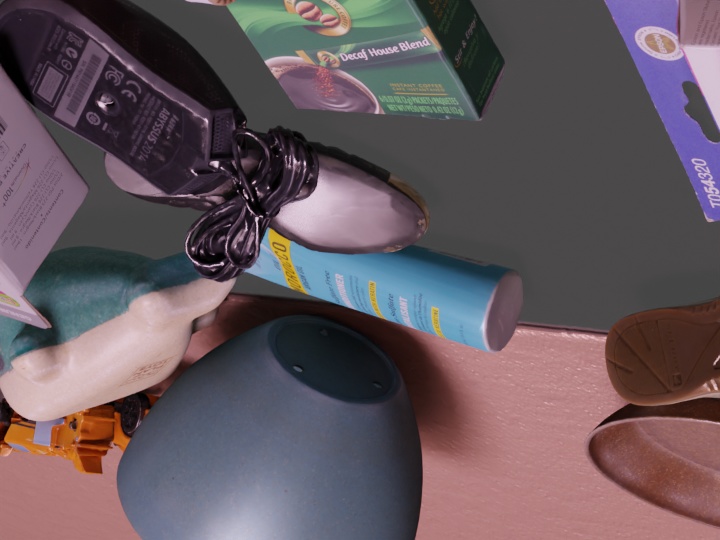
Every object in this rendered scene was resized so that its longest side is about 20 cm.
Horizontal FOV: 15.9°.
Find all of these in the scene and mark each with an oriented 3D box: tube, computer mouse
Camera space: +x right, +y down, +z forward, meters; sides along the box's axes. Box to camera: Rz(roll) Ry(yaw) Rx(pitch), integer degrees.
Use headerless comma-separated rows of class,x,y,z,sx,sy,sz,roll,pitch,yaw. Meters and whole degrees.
tube,0.000,0.000,1.551,0.200,0.050,0.078,16,145,27
computer mouse,-0.116,-0.093,1.439,0.200,0.053,0.139,38,139,-3

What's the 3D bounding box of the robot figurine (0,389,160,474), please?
robot figurine,-0.201,0.109,1.817,0.145,0.058,0.200,7,178,-32

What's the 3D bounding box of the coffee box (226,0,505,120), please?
coffee box,-0.020,-0.154,1.287,0.123,0.044,0.200,6,147,32

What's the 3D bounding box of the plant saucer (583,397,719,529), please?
plant saucer,0.235,0.114,1.545,0.200,0.037,0.200,15,158,6

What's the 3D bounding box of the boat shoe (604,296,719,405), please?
boat shoe,0.228,0.041,1.423,0.065,0.072,0.200,-6,177,-43

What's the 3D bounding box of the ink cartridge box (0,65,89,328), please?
ink cartridge box,-0.271,-0.063,1.510,0.200,0.084,0.176,17,156,30

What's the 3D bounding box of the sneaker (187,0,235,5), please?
sneaker,-0.123,-0.215,1.187,0.108,0.070,0.200,7,127,30

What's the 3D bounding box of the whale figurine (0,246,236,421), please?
whale figurine,-0.161,0.022,1.646,0.200,0.159,0.104,-35,76,52

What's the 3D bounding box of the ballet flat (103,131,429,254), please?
ballet flat,-0.053,-0.057,1.499,0.199,0.057,0.067,14,117,11

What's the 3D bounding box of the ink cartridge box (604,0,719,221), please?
ink cartridge box,0.230,-0.060,1.261,0.199,0.043,0.196,4,147,31

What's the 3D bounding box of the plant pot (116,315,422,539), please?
plant pot,-0.040,0.109,1.647,0.200,0.200,0.135,24,118,-1
